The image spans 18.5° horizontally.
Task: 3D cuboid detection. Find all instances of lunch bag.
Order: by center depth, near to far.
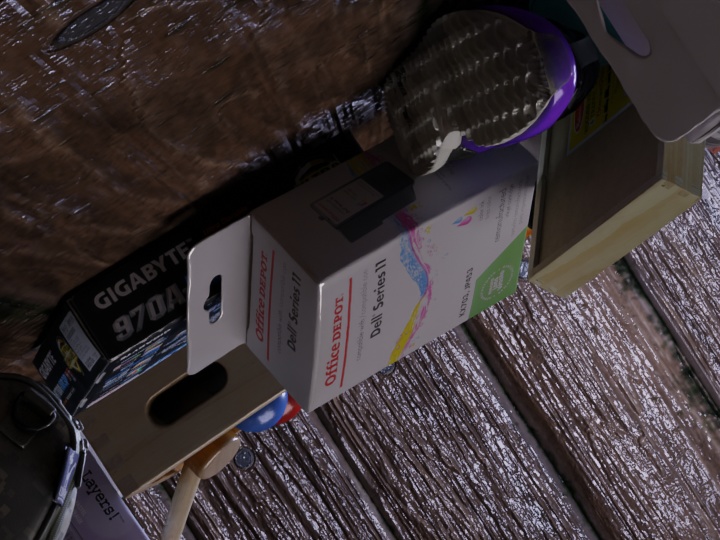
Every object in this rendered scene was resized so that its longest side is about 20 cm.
[{"bbox_3d":[-0.238,0.144,1.254,0.168,0.139,0.200,-49,-178,-19],"label":"lunch bag"}]

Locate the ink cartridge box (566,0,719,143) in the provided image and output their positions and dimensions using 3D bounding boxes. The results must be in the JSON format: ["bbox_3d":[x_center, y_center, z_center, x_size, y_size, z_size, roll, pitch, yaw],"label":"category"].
[{"bbox_3d":[0.192,-0.159,1.009,0.199,0.129,0.125,-33,176,-13],"label":"ink cartridge box"}]

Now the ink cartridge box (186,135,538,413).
[{"bbox_3d":[0.000,0.000,1.243,0.199,0.067,0.118,-29,147,-26],"label":"ink cartridge box"}]

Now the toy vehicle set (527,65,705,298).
[{"bbox_3d":[0.145,-0.098,1.223,0.124,0.026,0.201,-39,-146,50],"label":"toy vehicle set"}]

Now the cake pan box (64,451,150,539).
[{"bbox_3d":[-0.223,0.198,1.642,0.052,0.185,0.200,-31,175,-28],"label":"cake pan box"}]

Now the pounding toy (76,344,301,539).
[{"bbox_3d":[-0.117,0.099,1.595,0.199,0.143,0.184,-34,176,8],"label":"pounding toy"}]

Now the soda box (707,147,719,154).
[{"bbox_3d":[0.278,-0.180,1.519,0.200,0.068,0.064,-53,-177,-18],"label":"soda box"}]

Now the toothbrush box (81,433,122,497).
[{"bbox_3d":[-0.195,0.139,1.903,0.199,0.086,0.146,-33,177,-28],"label":"toothbrush box"}]

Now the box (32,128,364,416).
[{"bbox_3d":[-0.092,0.004,1.313,0.199,0.046,0.159,-33,176,-20],"label":"box"}]

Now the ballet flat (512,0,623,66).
[{"bbox_3d":[0.118,-0.140,1.224,0.073,0.068,0.200,-55,-171,-32],"label":"ballet flat"}]

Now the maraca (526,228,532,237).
[{"bbox_3d":[0.147,-0.093,1.684,0.199,0.107,0.137,-33,175,-20],"label":"maraca"}]

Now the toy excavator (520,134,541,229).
[{"bbox_3d":[0.133,-0.118,1.512,0.194,0.100,0.200,-38,-171,41],"label":"toy excavator"}]

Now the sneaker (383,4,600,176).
[{"bbox_3d":[0.084,-0.104,1.140,0.099,0.070,0.200,-18,-179,-17],"label":"sneaker"}]

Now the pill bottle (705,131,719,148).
[{"bbox_3d":[0.195,-0.129,1.328,0.113,0.114,0.200,-32,-169,-21],"label":"pill bottle"}]
